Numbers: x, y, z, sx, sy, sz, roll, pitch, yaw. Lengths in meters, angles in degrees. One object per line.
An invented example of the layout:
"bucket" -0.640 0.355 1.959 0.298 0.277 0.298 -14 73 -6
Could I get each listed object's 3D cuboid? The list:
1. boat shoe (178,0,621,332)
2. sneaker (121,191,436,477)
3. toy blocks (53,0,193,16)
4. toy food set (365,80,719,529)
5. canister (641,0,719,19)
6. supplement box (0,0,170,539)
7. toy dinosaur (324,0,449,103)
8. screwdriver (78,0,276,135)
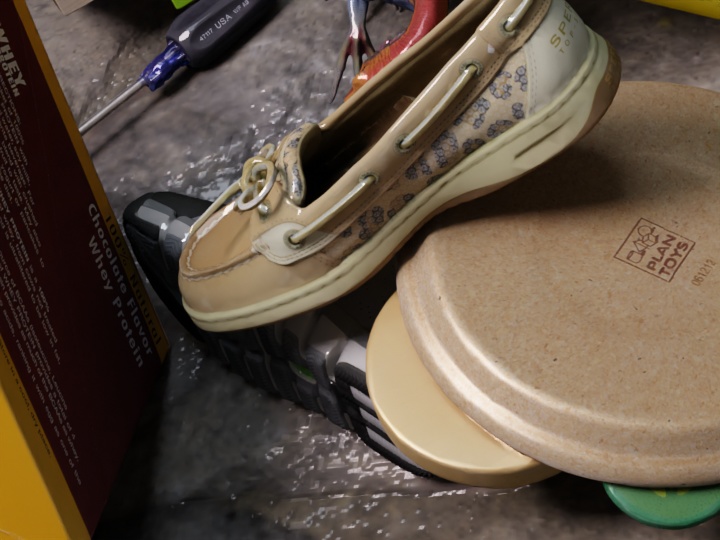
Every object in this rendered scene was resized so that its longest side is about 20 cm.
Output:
"boat shoe" 0.002 -0.046 0.872 0.200 0.063 0.073 -33 32 21
"sneaker" 0.000 0.000 0.968 0.200 0.075 0.115 33 64 32
"toy blocks" -0.108 -0.199 1.187 0.200 0.100 0.137 -31 20 -5
"toy food set" 0.111 0.008 0.878 0.198 0.049 0.200 12 53 11
"canister" 0.100 -0.182 0.995 0.200 0.087 0.149 12 42 -13
"supplement box" -0.185 0.004 0.912 0.133 0.198 0.200 -17 20 12
"toy dinosaur" 0.008 -0.137 1.030 0.105 0.200 0.181 -29 6 7
"screwdriver" -0.117 -0.080 1.131 0.200 0.029 0.028 -44 45 -12
